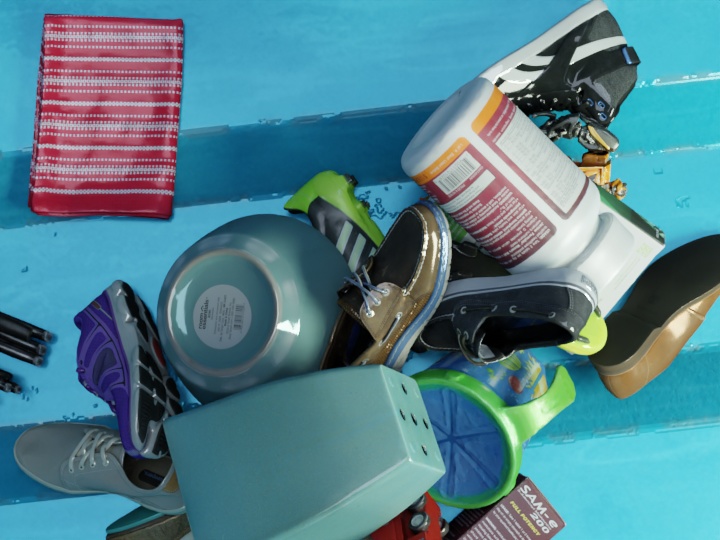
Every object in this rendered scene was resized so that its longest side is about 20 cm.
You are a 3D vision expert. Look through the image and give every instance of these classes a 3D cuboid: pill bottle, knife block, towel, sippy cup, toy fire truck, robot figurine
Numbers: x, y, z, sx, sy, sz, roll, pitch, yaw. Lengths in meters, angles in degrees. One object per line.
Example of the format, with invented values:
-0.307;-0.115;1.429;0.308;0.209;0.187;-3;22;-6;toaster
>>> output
0.139;-0.064;1.548;0.200;0.110;0.110;43;86;-11;pill bottle
-0.399;0.038;1.682;0.174;0.064;0.202;-23;84;-3;knife block
-0.247;-0.150;1.722;0.143;0.022;0.203;3;84;0;towel
0.107;0.127;1.623;0.176;0.130;0.141;20;125;21;sippy cup
0.011;0.258;1.581;0.140;0.201;0.049;-29;125;15;toy fire truck
0.153;-0.077;1.671;0.197;0.058;0.147;3;116;6;robot figurine

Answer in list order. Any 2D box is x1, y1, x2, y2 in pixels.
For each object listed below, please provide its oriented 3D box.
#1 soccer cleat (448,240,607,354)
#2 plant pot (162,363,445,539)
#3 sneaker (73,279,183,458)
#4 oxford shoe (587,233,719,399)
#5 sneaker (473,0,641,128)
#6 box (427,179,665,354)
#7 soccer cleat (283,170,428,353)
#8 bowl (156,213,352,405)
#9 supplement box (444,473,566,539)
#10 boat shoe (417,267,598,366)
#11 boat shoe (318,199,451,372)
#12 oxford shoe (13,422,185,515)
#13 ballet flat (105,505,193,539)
0.131;0.028;1.630;0.198;0.084;0.065;23;57;-6;soccer cleat
-0.039;0.167;1.530;0.198;0.141;0.143;-24;70;17;plant pot
-0.222;0.103;1.644;0.083;0.081;0.201;-31;44;9;sneaker
0.295;0.042;1.681;0.200;0.072;0.071;-41;42;-15;oxford shoe
0.182;-0.163;1.692;0.199;0.073;0.112;-35;83;-5;sneaker
0.161;-0.033;1.639;0.199;0.036;0.145;34;115;-9;box
0.000;0.000;1.687;0.081;0.067;0.201;-32;79;8;soccer cleat
-0.108;0.041;1.632;0.198;0.105;0.204;-2;83;17;bowl
0.091;0.272;1.628;0.200;0.109;0.061;-41;90;-3;supplement box
0.118;0.051;1.547;0.070;0.198;0.067;49;48;-32;boat shoe
0.019;0.030;1.571;0.072;0.072;0.202;42;122;41;boat shoe
-0.238;0.174;1.642;0.198;0.058;0.076;12;59;24;oxford shoe
-0.141;0.224;1.666;0.199;0.068;0.073;-32;101;-7;ballet flat
